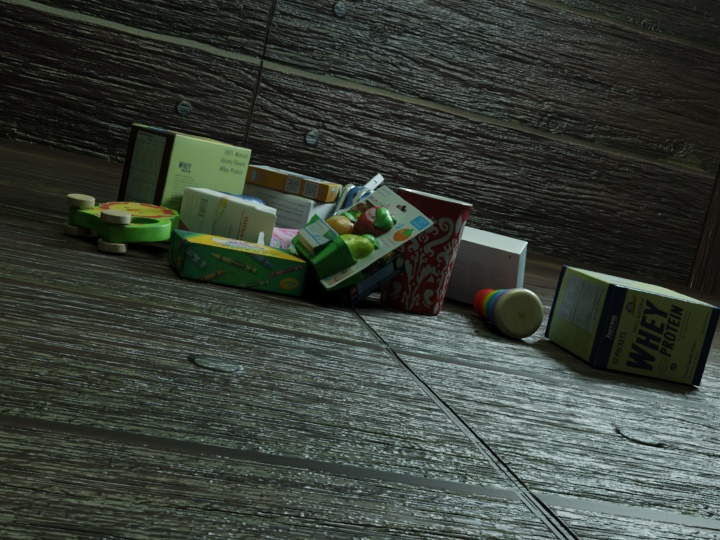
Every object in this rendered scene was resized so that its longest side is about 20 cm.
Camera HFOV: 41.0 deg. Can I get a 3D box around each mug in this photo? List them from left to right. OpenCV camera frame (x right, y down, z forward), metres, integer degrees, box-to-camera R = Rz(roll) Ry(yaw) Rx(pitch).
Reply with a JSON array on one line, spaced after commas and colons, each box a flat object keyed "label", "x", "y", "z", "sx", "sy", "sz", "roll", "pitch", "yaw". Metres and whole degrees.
[{"label": "mug", "x": 0.100, "y": -0.037, "z": 1.701, "sx": 0.133, "sy": 0.201, "sz": 0.177, "roll": 9, "pitch": 7, "yaw": -28}]

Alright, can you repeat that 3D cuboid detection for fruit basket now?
[{"label": "fruit basket", "x": -0.007, "y": -0.063, "z": 1.560, "sx": 0.094, "sy": 0.200, "sz": 0.185, "roll": 57, "pitch": -7, "yaw": -34}]

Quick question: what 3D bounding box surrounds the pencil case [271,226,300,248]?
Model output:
[{"label": "pencil case", "x": -0.144, "y": -0.046, "z": 1.803, "sx": 0.200, "sy": 0.088, "sz": 0.087, "roll": 5, "pitch": 10, "yaw": -43}]

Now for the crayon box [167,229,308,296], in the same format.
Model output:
[{"label": "crayon box", "x": -0.197, "y": -0.013, "z": 1.533, "sx": 0.199, "sy": 0.058, "sz": 0.119, "roll": 10, "pitch": 8, "yaw": -23}]

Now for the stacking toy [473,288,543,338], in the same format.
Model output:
[{"label": "stacking toy", "x": 0.249, "y": 0.068, "z": 1.701, "sx": 0.085, "sy": 0.086, "sz": 0.200, "roll": 12, "pitch": 0, "yaw": -11}]

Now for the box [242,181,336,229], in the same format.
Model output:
[{"label": "box", "x": -0.144, "y": -0.101, "z": 2.038, "sx": 0.199, "sy": 0.131, "sz": 0.199, "roll": 17, "pitch": 9, "yaw": 28}]

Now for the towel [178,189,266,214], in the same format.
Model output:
[{"label": "towel", "x": -0.260, "y": -0.094, "z": 1.843, "sx": 0.048, "sy": 0.112, "sz": 0.200, "roll": 20, "pitch": 9, "yaw": 38}]

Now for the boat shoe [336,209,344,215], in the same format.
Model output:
[{"label": "boat shoe", "x": -0.026, "y": -0.067, "z": 1.840, "sx": 0.070, "sy": 0.066, "sz": 0.200, "roll": 23, "pitch": 18, "yaw": 6}]

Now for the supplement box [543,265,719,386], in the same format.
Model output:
[{"label": "supplement box", "x": 0.451, "y": 0.089, "z": 1.620, "sx": 0.199, "sy": 0.135, "sz": 0.200, "roll": 11, "pitch": 7, "yaw": -14}]

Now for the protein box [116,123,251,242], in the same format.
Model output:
[{"label": "protein box", "x": -0.344, "y": -0.162, "z": 1.864, "sx": 0.135, "sy": 0.201, "sz": 0.198, "roll": 19, "pitch": 9, "yaw": 38}]

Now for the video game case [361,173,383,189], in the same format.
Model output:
[{"label": "video game case", "x": -0.046, "y": -0.135, "z": 2.197, "sx": 0.023, "sy": 0.200, "sz": 0.182, "roll": 51, "pitch": 25, "yaw": -4}]

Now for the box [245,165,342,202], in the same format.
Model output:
[{"label": "box", "x": -0.147, "y": -0.182, "z": 1.987, "sx": 0.199, "sy": 0.042, "sz": 0.119, "roll": 17, "pitch": 8, "yaw": 10}]

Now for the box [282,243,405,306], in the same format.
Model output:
[{"label": "box", "x": -0.042, "y": -0.010, "z": 1.640, "sx": 0.200, "sy": 0.038, "sz": 0.136, "roll": 19, "pitch": 40, "yaw": 40}]

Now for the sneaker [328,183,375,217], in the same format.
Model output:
[{"label": "sneaker", "x": -0.019, "y": -0.091, "z": 1.964, "sx": 0.082, "sy": 0.201, "sz": 0.074, "roll": 7, "pitch": -27, "yaw": 28}]

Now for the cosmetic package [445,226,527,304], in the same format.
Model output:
[{"label": "cosmetic package", "x": 0.221, "y": -0.007, "z": 1.894, "sx": 0.199, "sy": 0.151, "sz": 0.052, "roll": 16, "pitch": 42, "yaw": 21}]

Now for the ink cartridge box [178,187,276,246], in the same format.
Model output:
[{"label": "ink cartridge box", "x": -0.223, "y": -0.067, "z": 1.685, "sx": 0.199, "sy": 0.117, "sz": 0.067, "roll": 18, "pitch": 9, "yaw": 28}]

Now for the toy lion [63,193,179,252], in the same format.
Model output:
[{"label": "toy lion", "x": -0.387, "y": -0.084, "z": 1.630, "sx": 0.191, "sy": 0.069, "sz": 0.200, "roll": -3, "pitch": 16, "yaw": -42}]
